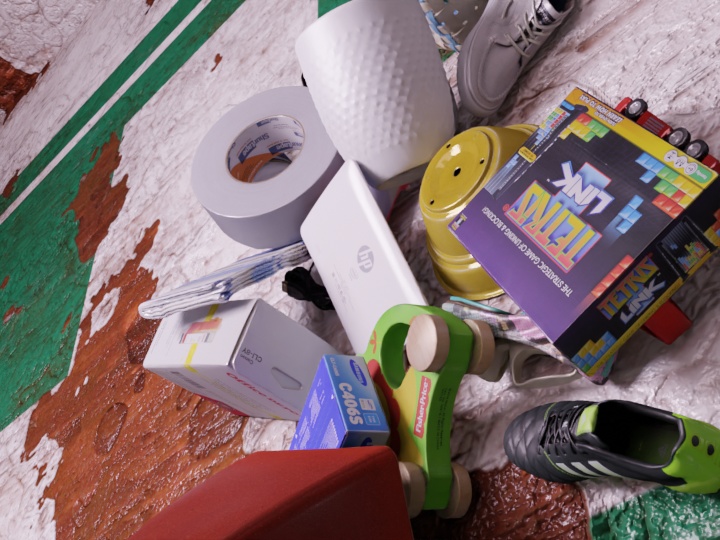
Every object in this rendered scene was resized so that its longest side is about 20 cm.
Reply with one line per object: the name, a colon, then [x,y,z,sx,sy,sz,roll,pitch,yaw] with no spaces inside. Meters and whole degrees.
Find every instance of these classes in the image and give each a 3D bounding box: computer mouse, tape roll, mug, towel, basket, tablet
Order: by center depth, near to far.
tablet: [0.000,0.000,0.974,0.130,0.014,0.202,-50,56,43]
mug: [0.042,-0.189,1.027,0.147,0.199,0.177,-25,83,39]
towel: [-0.140,0.007,1.062,0.146,0.024,0.199,-14,9,37]
tape roll: [-0.103,-0.126,1.126,0.198,0.066,0.202,-13,52,17]
computer mouse: [-0.025,-0.050,1.134,0.109,0.044,0.202,12,75,54]
basket: [0.077,-0.362,1.149,0.199,0.176,0.140,36,93,39]

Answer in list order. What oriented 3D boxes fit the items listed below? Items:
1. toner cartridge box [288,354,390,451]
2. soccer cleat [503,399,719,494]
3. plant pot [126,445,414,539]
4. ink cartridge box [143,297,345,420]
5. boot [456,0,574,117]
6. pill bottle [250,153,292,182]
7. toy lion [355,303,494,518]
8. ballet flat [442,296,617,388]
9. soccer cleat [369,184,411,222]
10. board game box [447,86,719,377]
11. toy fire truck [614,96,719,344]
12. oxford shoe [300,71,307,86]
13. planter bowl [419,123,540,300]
toner cartridge box: [-0.033,0.184,0.861,0.095,0.043,0.202,-113,35,-48]
soccer cleat: [0.173,0.120,0.681,0.199,0.081,0.068,-6,57,52]
plant pot: [-0.080,0.262,0.736,0.199,0.175,0.203,-14,87,48]
ink cartridge box: [-0.129,0.102,1.049,0.199,0.145,0.084,-5,56,51]
boot: [0.174,-0.265,1.016,0.095,0.073,0.202,-14,51,56]
pill bottle: [-0.146,-0.123,1.293,0.116,0.115,0.200,-52,32,8]
toy lion: [0.030,0.127,0.847,0.191,0.068,0.203,18,100,60]
ballet flat: [0.135,0.064,0.803,0.199,0.069,0.072,5,78,52]
soccer cleat: [0.003,-0.065,1.067,0.067,0.076,0.202,-29,36,63]
board game box: [0.175,-0.040,0.738,0.165,0.057,0.200,-46,33,8]
toy fire truck: [0.234,-0.049,0.773,0.141,0.049,0.201,-49,33,13]
oxford shoe: [-0.031,-0.237,1.265,0.073,0.084,0.200,-56,34,-1]
planter bowl: [0.119,-0.079,0.925,0.200,0.083,0.202,-33,40,33]
